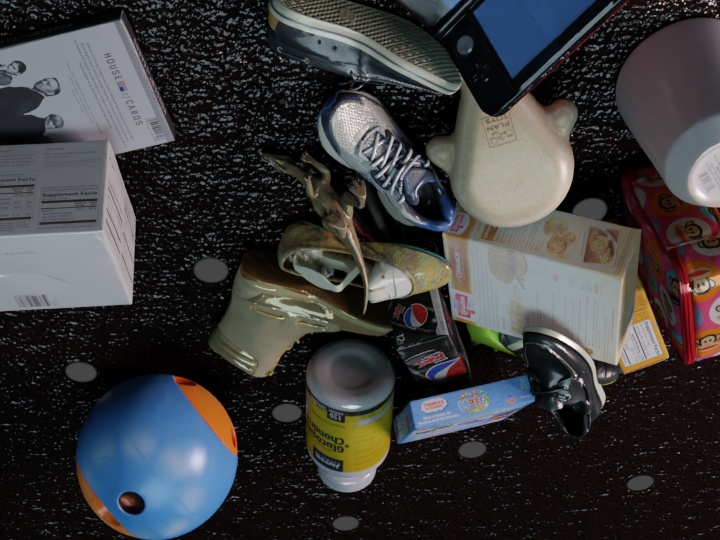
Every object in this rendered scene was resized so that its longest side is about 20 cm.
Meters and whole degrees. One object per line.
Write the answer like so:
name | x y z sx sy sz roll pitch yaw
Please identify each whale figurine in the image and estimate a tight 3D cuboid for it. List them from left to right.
whale figurine | 0.143 -0.147 1.143 0.157 0.104 0.202 -17 109 12

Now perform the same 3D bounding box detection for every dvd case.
dvd case | -0.303 -0.171 1.121 0.197 0.025 0.151 -12 133 7

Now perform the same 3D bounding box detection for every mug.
mug | 0.359 -0.142 1.107 0.184 0.154 0.150 6 133 -10

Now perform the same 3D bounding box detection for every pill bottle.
pill bottle | -0.015 0.192 1.430 0.110 0.113 0.202 -1 134 -3

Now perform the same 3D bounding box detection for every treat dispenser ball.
treat dispenser ball | -0.251 0.229 1.388 0.198 0.202 0.202 -2 134 -2

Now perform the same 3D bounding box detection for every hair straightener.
hair straightener | 0.037 -0.047 1.251 0.076 0.041 0.201 -22 126 16

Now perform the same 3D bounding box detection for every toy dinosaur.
toy dinosaur | -0.024 -0.058 1.169 0.058 0.201 0.101 -34 178 -16

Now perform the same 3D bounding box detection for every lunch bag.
lunch bag | 0.347 -0.004 1.208 0.081 0.201 0.177 -16 132 5

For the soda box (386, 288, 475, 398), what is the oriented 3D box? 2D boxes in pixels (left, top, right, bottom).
soda box | 0.086 0.091 1.327 0.063 0.072 0.200 -16 153 8

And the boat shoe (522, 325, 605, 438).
boat shoe | 0.223 0.132 1.263 0.074 0.067 0.200 13 157 30

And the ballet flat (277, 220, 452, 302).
ballet flat | 0.000 0.000 1.233 0.198 0.071 0.071 15 136 13

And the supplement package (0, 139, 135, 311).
supplement package | -0.345 -0.043 1.157 0.197 0.112 0.156 -2 151 -1

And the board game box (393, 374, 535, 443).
board game box | 0.124 0.175 1.393 0.149 0.037 0.200 -12 166 -7

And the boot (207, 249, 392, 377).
boot | -0.071 0.067 1.333 0.198 0.073 0.156 16 130 -17

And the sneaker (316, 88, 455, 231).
sneaker | 0.036 -0.110 1.147 0.077 0.085 0.200 -50 128 -2

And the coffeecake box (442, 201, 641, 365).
coffeecake box | 0.198 0.007 1.229 0.198 0.073 0.154 15 145 21

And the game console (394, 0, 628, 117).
game console | 0.123 -0.269 0.995 0.200 0.174 0.118 -42 150 29

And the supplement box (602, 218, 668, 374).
supplement box | 0.308 0.034 1.334 0.068 0.067 0.201 -19 133 12

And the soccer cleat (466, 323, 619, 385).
soccer cleat | 0.225 0.080 1.348 0.198 0.068 0.082 21 125 2

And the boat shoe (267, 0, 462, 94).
boat shoe | 0.002 -0.210 1.071 0.198 0.075 0.063 18 134 -9
